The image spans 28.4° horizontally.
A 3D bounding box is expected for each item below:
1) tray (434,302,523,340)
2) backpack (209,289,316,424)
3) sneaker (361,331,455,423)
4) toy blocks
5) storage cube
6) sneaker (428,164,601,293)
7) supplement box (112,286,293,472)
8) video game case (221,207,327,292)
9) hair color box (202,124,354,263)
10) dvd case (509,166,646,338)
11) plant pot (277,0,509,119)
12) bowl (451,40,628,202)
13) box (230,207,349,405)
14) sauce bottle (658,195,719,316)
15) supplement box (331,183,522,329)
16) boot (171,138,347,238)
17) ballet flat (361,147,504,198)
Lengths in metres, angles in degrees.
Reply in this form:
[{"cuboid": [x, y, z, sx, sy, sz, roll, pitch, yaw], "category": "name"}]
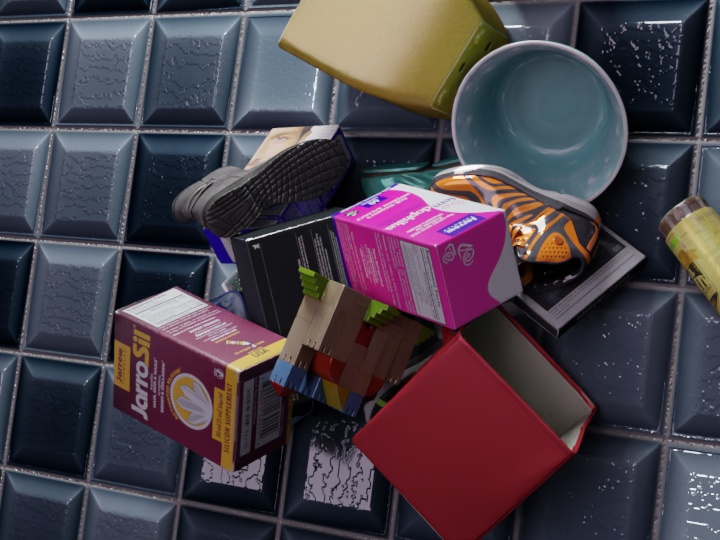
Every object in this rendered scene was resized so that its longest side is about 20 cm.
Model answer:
[{"cuboid": [0.162, 0.004, 1.690, 0.199, 0.022, 0.108, -21, 73, 28], "category": "tray"}, {"cuboid": [-0.175, 0.129, 1.789, 0.200, 0.146, 0.184, -32, 70, 44], "category": "backpack"}, {"cuboid": [0.088, 0.143, 1.685, 0.200, 0.072, 0.083, -38, 68, 22], "category": "sneaker"}, {"cuboid": [-0.016, 0.096, 1.583, 0.100, 0.199, 0.138, 20, 85, 42], "category": "toy blocks"}, {"cuboid": [0.127, 0.166, 1.565, 0.200, 0.171, 0.180, 45, 111, 4], "category": "storage cube"}, {"cuboid": [0.161, -0.044, 1.563, 0.198, 0.078, 0.113, 14, 52, 12], "category": "sneaker"}, {"cuboid": [-0.179, 0.120, 1.620, 0.199, 0.103, 0.132, 21, 119, 34], "category": "supplement box"}, {"cuboid": [-0.070, 0.034, 1.830, 0.182, 0.023, 0.201, -44, 63, 18], "category": "video game case"}, {"cuboid": [-0.100, -0.097, 1.781, 0.108, 0.065, 0.201, 0, 41, 32], "category": "hair color box"}, {"cuboid": [0.200, -0.027, 1.614, 0.150, 0.025, 0.200, -36, 60, -25], "category": "dvd case"}, {"cuboid": [0.060, -0.285, 1.709, 0.200, 0.194, 0.196, 38, 102, 21], "category": "plant pot"}, {"cuboid": [0.211, -0.177, 1.614, 0.199, 0.105, 0.202, 8, 118, 16], "category": "bowl"}, {"cuboid": [-0.058, 0.041, 1.663, 0.079, 0.140, 0.202, 11, 115, 67], "category": "box"}, {"cuboid": [0.396, 0.013, 1.518, 0.065, 0.065, 0.201, -41, 62, 20], "category": "sauce bottle"}, {"cuboid": [0.070, -0.019, 1.555, 0.199, 0.101, 0.104, 20, 130, 52], "category": "supplement box"}, {"cuboid": [-0.125, -0.111, 1.707, 0.131, 0.199, 0.070, 23, 134, 61], "category": "boot"}, {"cuboid": [0.094, -0.105, 1.734, 0.199, 0.067, 0.071, -8, 102, 31], "category": "ballet flat"}]
